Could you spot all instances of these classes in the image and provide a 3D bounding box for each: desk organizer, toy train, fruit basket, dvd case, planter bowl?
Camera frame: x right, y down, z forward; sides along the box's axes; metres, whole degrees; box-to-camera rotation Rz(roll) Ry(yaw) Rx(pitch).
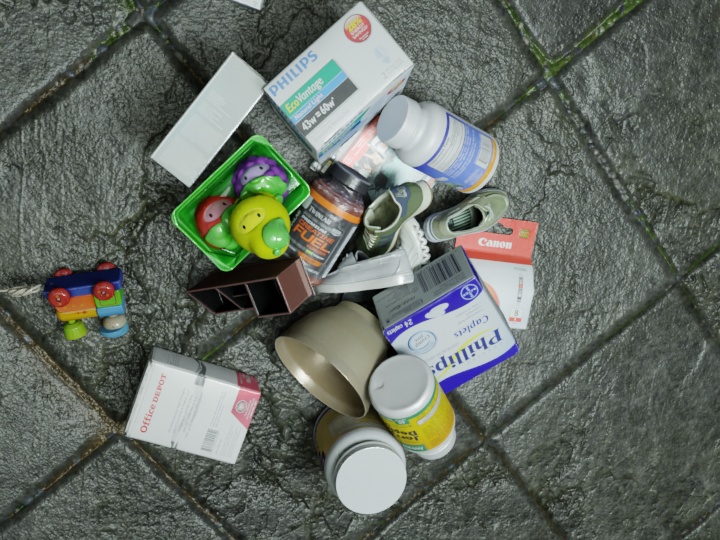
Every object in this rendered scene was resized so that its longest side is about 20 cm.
[{"bbox_3d":[-0.185,0.036,1.268,0.199,0.077,0.072,-9,109,31],"label":"desk organizer"},{"bbox_3d":[-0.489,0.064,1.270,0.199,0.085,0.116,-9,118,-10],"label":"toy train"},{"bbox_3d":[-0.183,-0.097,1.227,0.216,0.216,0.156,-43,108,1],"label":"fruit basket"},{"bbox_3d":[0.030,-0.178,1.346,0.200,0.022,0.146,37,94,-17],"label":"dvd case"},{"bbox_3d":[-0.032,0.140,1.337,0.135,0.200,0.201,-48,110,-26],"label":"planter bowl"}]

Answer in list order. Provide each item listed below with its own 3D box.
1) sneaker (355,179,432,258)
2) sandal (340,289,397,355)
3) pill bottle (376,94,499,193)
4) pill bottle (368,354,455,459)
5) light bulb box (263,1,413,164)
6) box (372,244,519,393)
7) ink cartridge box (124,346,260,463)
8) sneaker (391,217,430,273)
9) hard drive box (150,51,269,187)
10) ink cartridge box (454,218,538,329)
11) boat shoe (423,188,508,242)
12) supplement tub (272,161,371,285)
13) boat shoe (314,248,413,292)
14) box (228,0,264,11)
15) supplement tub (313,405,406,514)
[{"bbox_3d":[0.031,-0.081,1.291,0.090,0.067,0.200,-11,153,-45],"label":"sneaker"},{"bbox_3d":[0.048,0.099,1.403,0.200,0.048,0.075,42,92,-18],"label":"sandal"},{"bbox_3d":[0.128,-0.214,1.284,0.199,0.112,0.113,21,99,-32],"label":"pill bottle"},{"bbox_3d":[0.095,0.238,1.289,0.112,0.113,0.200,-33,137,-3],"label":"pill bottle"},{"bbox_3d":[-0.034,-0.284,1.201,0.198,0.200,0.125,-42,93,1],"label":"light bulb box"},{"bbox_3d":[0.151,0.093,1.336,0.183,0.105,0.200,-31,124,9],"label":"box"},{"bbox_3d":[-0.295,0.237,1.346,0.199,0.085,0.146,19,99,-17],"label":"ink cartridge box"},{"bbox_3d":[0.082,-0.012,1.361,0.081,0.075,0.201,-16,112,-8],"label":"sneaker"},{"bbox_3d":[-0.235,-0.238,1.205,0.077,0.156,0.200,39,93,-16],"label":"hard drive box"},{"bbox_3d":[0.249,0.004,1.422,0.161,0.050,0.201,6,105,-14],"label":"ink cartridge box"},{"bbox_3d":[0.200,-0.094,1.345,0.199,0.062,0.072,-26,105,-33],"label":"boat shoe"},{"bbox_3d":[-0.063,-0.081,1.294,0.107,0.107,0.201,28,104,-17],"label":"supplement tub"},{"bbox_3d":[0.000,0.000,1.314,0.072,0.199,0.069,-6,88,-47],"label":"boat shoe"},{"bbox_3d":[-0.201,-0.531,1.200,0.155,0.041,0.201,15,99,-15],"label":"box"},{"bbox_3d":[-0.001,0.327,1.368,0.144,0.200,0.146,-3,104,-11],"label":"supplement tub"}]
